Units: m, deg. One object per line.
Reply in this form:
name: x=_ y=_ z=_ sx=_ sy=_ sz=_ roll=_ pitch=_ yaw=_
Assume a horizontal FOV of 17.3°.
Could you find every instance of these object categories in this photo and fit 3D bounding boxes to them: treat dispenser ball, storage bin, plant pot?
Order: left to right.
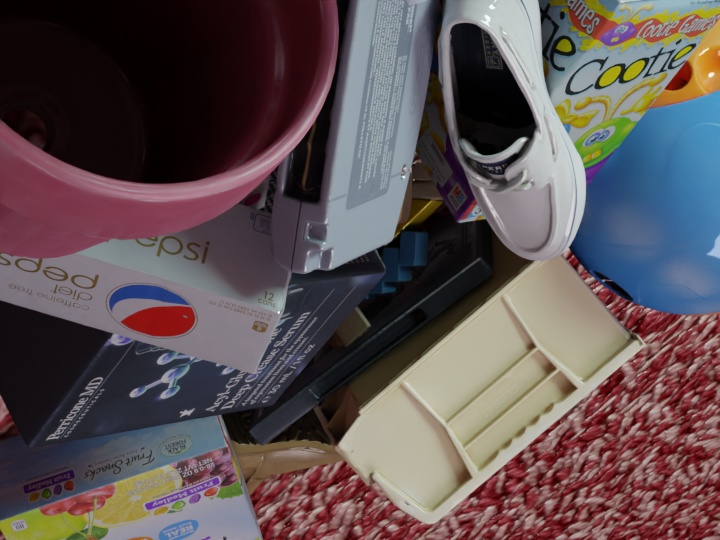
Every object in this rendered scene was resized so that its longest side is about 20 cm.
plant pot: x=-0.133 y=-0.095 z=1.110 sx=0.199 sy=0.201 sz=0.179 roll=-18 pitch=170 yaw=-28
storage bin: x=0.068 y=0.061 z=1.613 sx=0.198 sy=0.094 sz=0.200 roll=-40 pitch=-166 yaw=1
treat dispenser ball: x=0.219 y=-0.071 z=1.548 sx=0.200 sy=0.202 sz=0.201 roll=-26 pitch=157 yaw=-12

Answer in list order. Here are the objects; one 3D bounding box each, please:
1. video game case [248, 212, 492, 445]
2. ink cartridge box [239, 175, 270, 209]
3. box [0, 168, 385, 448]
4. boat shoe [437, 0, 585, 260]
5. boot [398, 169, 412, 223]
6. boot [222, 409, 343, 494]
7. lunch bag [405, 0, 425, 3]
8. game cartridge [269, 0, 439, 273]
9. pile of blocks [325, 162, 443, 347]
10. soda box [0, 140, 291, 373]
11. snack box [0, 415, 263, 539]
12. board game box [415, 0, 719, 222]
video game case: x=0.008 y=0.031 z=1.629 sx=0.200 sy=0.019 sz=0.143 roll=-38 pitch=-166 yaw=14
ink cartridge box: x=-0.080 y=-0.094 z=1.270 sx=0.037 sy=0.095 sz=0.200 roll=-21 pitch=155 yaw=-22
box: x=-0.113 y=0.011 z=1.431 sx=0.199 sy=0.108 sz=0.149 roll=-7 pitch=148 yaw=-42
boat shoe: x=0.078 y=-0.077 z=1.339 sx=0.073 sy=0.066 sz=0.201 roll=-3 pitch=128 yaw=24
boot: x=-0.010 y=-0.090 z=1.414 sx=0.075 sy=0.074 sz=0.201 roll=-18 pitch=147 yaw=-4
boot: x=-0.093 y=0.165 z=1.830 sx=0.174 sy=0.066 sz=0.200 roll=3 pitch=140 yaw=-34
lunch bag: x=0.020 y=-0.199 z=1.044 sx=0.169 sy=0.201 sz=0.127 roll=-12 pitch=151 yaw=-38
game cartridge: x=0.002 y=-0.106 z=1.262 sx=0.133 sy=0.040 sz=0.202 roll=-20 pitch=121 yaw=-64
pile of blocks: x=0.000 y=0.000 z=1.578 sx=0.200 sy=0.082 sz=0.062 roll=-38 pitch=167 yaw=20
soda box: x=-0.137 y=-0.012 z=1.270 sx=0.198 sy=0.064 sz=0.068 roll=17 pitch=144 yaw=-7
snack box: x=-0.163 y=0.171 z=1.681 sx=0.167 sy=0.068 sz=0.200 roll=-18 pitch=149 yaw=-3
board game box: x=0.117 y=-0.135 z=1.417 sx=0.102 sy=0.105 sz=0.200 roll=-10 pitch=149 yaw=-38
